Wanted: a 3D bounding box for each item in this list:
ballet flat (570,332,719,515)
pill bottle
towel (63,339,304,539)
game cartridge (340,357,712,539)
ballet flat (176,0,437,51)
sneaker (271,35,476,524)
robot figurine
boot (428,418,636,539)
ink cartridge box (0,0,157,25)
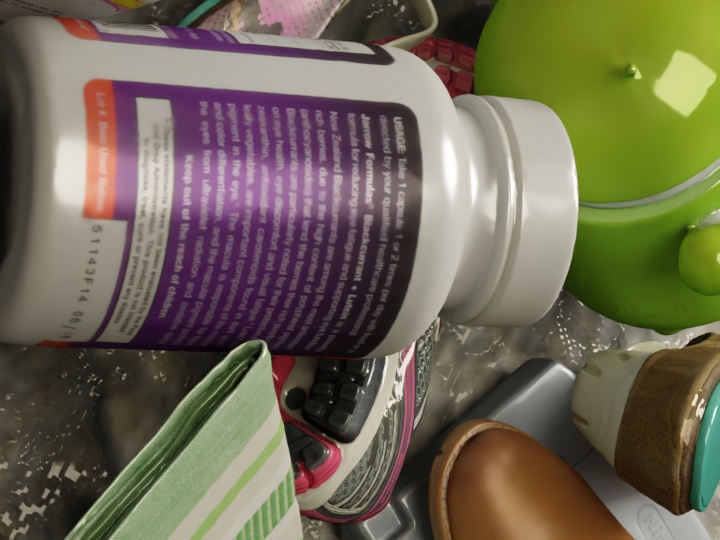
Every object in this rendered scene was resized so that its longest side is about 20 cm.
[{"bbox_3d":[0.126,0.052,1.150,0.200,0.072,0.068,-17,123,-68],"label":"ballet flat"},{"bbox_3d":[-0.031,-0.026,1.007,0.200,0.111,0.112,3,84,-22],"label":"pill bottle"},{"bbox_3d":[-0.073,0.130,1.020,0.153,0.023,0.200,-49,154,-24],"label":"towel"},{"bbox_3d":[0.090,0.144,1.183,0.133,0.041,0.200,-40,106,-31],"label":"game cartridge"},{"bbox_3d":[0.010,-0.124,1.132,0.071,0.069,0.200,42,68,2],"label":"ballet flat"},{"bbox_3d":[0.000,0.000,1.125,0.075,0.080,0.200,46,57,-54],"label":"sneaker"},{"bbox_3d":[0.112,-0.053,1.126,0.116,0.176,0.200,-30,146,2],"label":"robot figurine"},{"bbox_3d":[0.121,0.137,1.091,0.077,0.155,0.200,-37,104,-27],"label":"boot"},{"bbox_3d":[-0.122,-0.143,0.951,0.145,0.200,0.084,16,74,-37],"label":"ink cartridge box"}]
